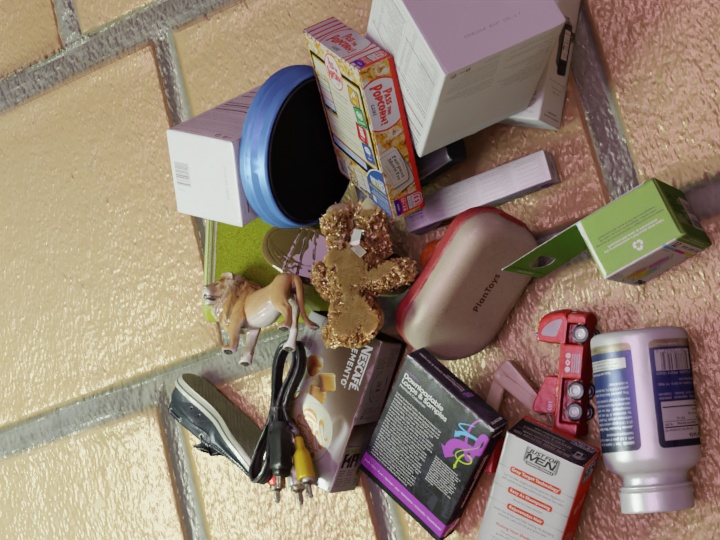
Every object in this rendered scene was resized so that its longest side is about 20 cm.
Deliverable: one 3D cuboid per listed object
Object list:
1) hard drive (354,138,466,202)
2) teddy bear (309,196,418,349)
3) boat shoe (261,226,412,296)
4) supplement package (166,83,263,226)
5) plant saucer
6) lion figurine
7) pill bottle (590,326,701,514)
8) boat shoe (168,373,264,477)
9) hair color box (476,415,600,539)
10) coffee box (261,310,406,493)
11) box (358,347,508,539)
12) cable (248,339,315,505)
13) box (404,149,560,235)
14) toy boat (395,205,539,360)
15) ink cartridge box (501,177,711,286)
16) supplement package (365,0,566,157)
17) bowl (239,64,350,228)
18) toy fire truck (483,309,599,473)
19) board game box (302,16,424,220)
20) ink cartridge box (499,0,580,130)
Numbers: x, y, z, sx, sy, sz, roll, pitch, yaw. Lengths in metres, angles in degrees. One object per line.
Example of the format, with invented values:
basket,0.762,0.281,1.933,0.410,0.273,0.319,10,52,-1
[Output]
hard drive,0.048,-0.166,1.717,0.200,0.033,0.141,-31,70,54
teddy bear,0.000,0.000,1.674,0.144,0.067,0.201,-25,61,14
boat shoe,-0.028,-0.006,1.756,0.199,0.066,0.075,18,87,13
supplement package,-0.131,-0.150,1.743,0.109,0.200,0.115,14,121,33
plant saucer,-0.132,-0.033,1.836,0.199,0.048,0.202,-1,85,26
lion figurine,-0.118,0.044,1.733,0.199,0.072,0.123,-15,54,37
pill bottle,0.323,0.169,1.561,0.110,0.111,0.202,-8,81,25
boat shoe,-0.183,0.217,1.826,0.200,0.074,0.062,40,108,28
hair color box,0.199,0.281,1.604,0.101,0.061,0.201,24,116,23
coffee box,-0.034,0.164,1.752,0.114,0.080,0.201,23,95,26
box,0.085,0.210,1.668,0.143,0.036,0.201,41,132,24
cable,-0.094,0.190,1.725,0.097,0.050,0.202,-17,64,43
box,0.146,-0.094,1.711,0.199,0.039,0.042,-21,78,23
toy boat,0.115,0.006,1.688,0.201,0.130,0.131,-58,36,9
ink cartridge box,0.282,-0.017,1.579,0.199,0.148,0.076,-33,74,21
supplement package,0.107,-0.256,1.537,0.151,0.200,0.151,-25,74,-14
bowl,-0.070,-0.149,1.699,0.039,0.200,0.202,13,91,33
toy fire truck,0.206,0.144,1.655,0.140,0.049,0.202,3,86,27
board game box,0.004,-0.178,1.627,0.046,0.201,0.151,-26,36,-15
ink cartridge box,0.180,-0.282,1.687,0.144,0.083,0.202,9,91,27
